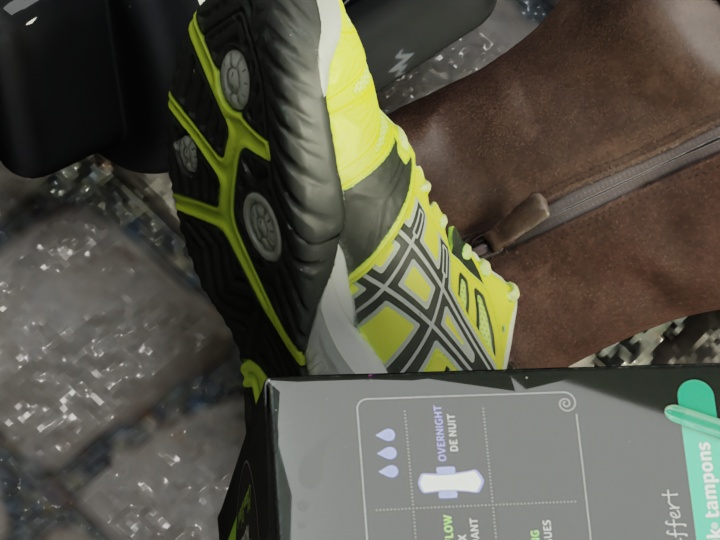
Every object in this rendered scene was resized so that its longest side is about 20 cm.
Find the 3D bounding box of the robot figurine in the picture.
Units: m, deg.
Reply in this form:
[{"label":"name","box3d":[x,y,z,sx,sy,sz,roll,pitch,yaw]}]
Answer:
[{"label":"robot figurine","box3d":[-0.044,-0.110,0.788,0.200,0.125,0.150,-31,90,-24]}]

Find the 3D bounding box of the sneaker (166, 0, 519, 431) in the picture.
[{"label":"sneaker","box3d":[0.000,0.000,0.724,0.076,0.200,0.075,-23,28,-25]}]

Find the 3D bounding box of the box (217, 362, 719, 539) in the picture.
[{"label":"box","box3d":[0.069,0.100,0.625,0.200,0.149,0.125,-2,71,-8]}]

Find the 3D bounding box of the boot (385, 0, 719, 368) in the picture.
[{"label":"boot","box3d":[0.123,-0.009,0.775,0.166,0.072,0.200,-33,89,9]}]
